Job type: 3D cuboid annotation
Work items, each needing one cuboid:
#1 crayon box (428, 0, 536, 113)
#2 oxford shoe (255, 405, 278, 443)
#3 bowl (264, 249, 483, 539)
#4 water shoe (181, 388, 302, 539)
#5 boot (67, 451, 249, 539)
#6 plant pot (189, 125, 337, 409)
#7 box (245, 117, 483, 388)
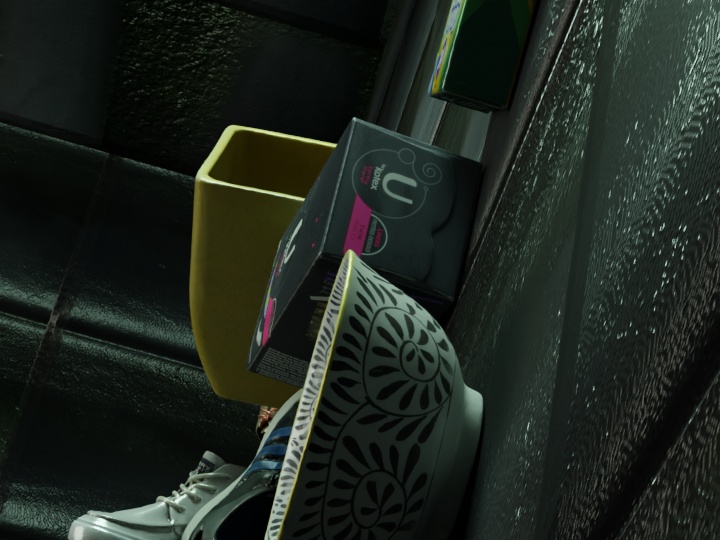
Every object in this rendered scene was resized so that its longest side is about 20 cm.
[{"bbox_3d":[0.101,-0.216,1.412,0.126,0.051,0.201,-129,55,-86],"label":"crayon box"},{"bbox_3d":[-0.058,0.117,1.786,0.070,0.075,0.201,-9,92,50],"label":"oxford shoe"},{"bbox_3d":[0.011,0.098,1.085,0.201,0.094,0.202,-164,90,-87],"label":"bowl"},{"bbox_3d":[-0.052,0.166,1.527,0.200,0.071,0.079,-50,21,-9],"label":"water shoe"},{"bbox_3d":[-0.140,0.189,1.581,0.073,0.199,0.096,10,84,45],"label":"boot"},{"bbox_3d":[-0.045,0.010,1.685,0.194,0.194,0.201,-74,-6,-72],"label":"plant pot"},{"bbox_3d":[0.000,0.000,1.458,0.200,0.106,0.123,124,162,-57],"label":"box"}]
